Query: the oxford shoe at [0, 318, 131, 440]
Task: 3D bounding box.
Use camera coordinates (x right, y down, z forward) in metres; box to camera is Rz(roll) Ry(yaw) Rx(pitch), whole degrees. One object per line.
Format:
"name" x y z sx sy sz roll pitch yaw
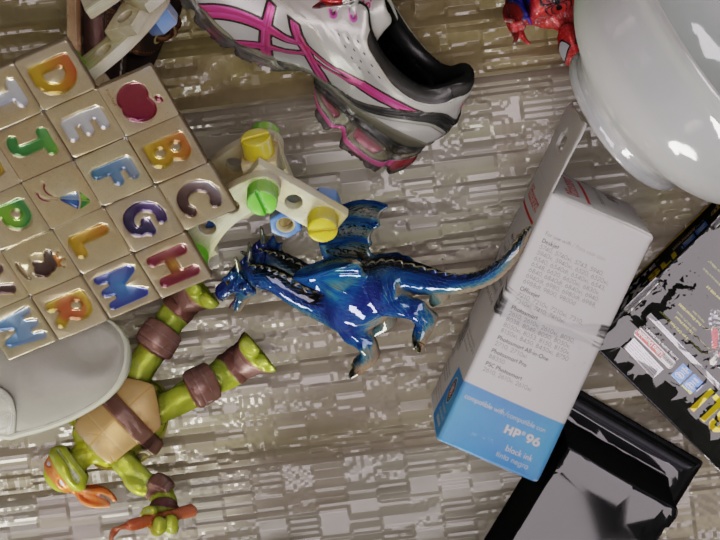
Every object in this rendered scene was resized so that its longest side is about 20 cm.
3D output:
"oxford shoe" -0.233 0.060 1.584 0.200 0.058 0.075 -5 75 -2

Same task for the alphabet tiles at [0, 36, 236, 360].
"alphabet tiles" -0.179 -0.037 1.513 0.200 0.006 0.166 -22 117 14

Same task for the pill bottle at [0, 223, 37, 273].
"pill bottle" -0.270 -0.028 1.590 0.200 0.113 0.113 -10 100 2

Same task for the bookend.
"bookend" 0.117 0.192 1.583 0.092 0.199 0.200 30 98 -3

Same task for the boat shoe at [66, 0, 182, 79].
"boat shoe" -0.138 -0.159 1.588 0.070 0.070 0.200 -3 100 5

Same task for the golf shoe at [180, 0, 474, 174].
"golf shoe" -0.022 -0.148 1.575 0.200 0.073 0.092 38 130 -12

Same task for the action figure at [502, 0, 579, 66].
"action figure" 0.093 -0.207 1.569 0.065 0.099 0.200 -22 101 5

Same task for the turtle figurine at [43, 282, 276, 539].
"turtle figurine" -0.129 0.090 1.631 0.161 0.064 0.200 -42 75 -2

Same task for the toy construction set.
"toy construction set" -0.107 -0.081 1.534 0.131 0.092 0.200 -23 109 20

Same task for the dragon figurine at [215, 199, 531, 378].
"dragon figurine" 0.000 0.000 1.575 0.099 0.059 0.200 45 140 -19

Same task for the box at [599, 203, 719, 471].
"box" 0.260 0.051 1.635 0.200 0.049 0.160 44 100 -7

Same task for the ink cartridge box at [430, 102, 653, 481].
"ink cartridge box" 0.113 0.010 1.594 0.068 0.116 0.200 24 99 -5

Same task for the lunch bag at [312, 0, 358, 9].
"lunch bag" -0.011 -0.250 1.483 0.176 0.082 0.200 27 107 13

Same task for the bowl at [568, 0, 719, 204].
"bowl" 0.183 -0.109 1.550 0.090 0.201 0.201 -37 98 26
